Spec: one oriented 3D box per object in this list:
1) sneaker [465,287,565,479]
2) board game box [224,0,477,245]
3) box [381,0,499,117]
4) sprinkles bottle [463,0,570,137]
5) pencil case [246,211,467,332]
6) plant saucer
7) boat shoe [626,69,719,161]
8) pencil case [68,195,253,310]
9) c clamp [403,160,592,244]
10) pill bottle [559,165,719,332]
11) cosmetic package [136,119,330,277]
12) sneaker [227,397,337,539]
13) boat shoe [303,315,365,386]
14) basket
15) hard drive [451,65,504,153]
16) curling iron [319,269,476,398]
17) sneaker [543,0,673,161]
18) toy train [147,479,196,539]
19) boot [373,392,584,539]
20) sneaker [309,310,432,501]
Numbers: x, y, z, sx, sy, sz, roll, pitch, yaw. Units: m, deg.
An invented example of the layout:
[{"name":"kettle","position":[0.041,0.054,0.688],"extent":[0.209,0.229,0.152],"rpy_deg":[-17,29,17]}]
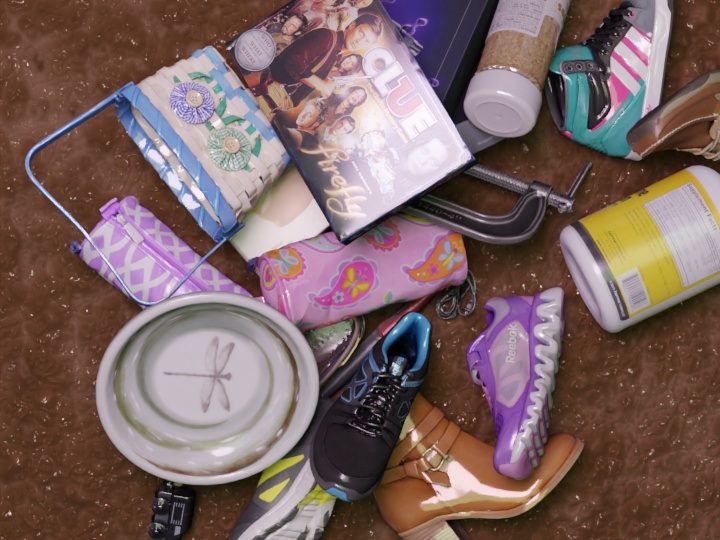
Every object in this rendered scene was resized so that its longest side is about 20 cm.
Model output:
[{"name":"sneaker","position":[0.139,0.103,1.356],"extent":[0.088,0.081,0.201],"rpy_deg":[6,56,12]},{"name":"board game box","position":[-0.008,-0.142,1.226],"extent":[0.135,0.035,0.200],"rpy_deg":[-32,83,6]},{"name":"box","position":[0.037,-0.214,1.324],"extent":[0.141,0.079,0.201],"rpy_deg":[19,58,8]},{"name":"sprinkles bottle","position":[0.152,-0.221,1.330],"extent":[0.068,0.068,0.201],"rpy_deg":[19,63,0]},{"name":"pencil case","position":[0.000,0.000,1.340],"extent":[0.199,0.087,0.088],"rpy_deg":[-18,90,-18]},{"name":"plant saucer","position":[-0.138,0.099,1.303],"extent":[0.199,0.050,0.201],"rpy_deg":[-4,117,-8]},{"name":"boat shoe","position":[0.330,-0.142,1.336],"extent":[0.200,0.076,0.074],"rpy_deg":[-27,83,-36]},{"name":"pencil case","position":[-0.175,0.010,1.375],"extent":[0.200,0.086,0.084],"rpy_deg":[39,56,-3]},{"name":"c clamp","position":[0.107,-0.081,1.368],"extent":[0.199,0.171,0.027],"rpy_deg":[18,129,9]},{"name":"pill bottle","position":[0.298,-0.030,1.360],"extent":[0.199,0.112,0.112],"rpy_deg":[-26,90,0]},{"name":"cosmetic package","position":[-0.116,-0.096,1.381],"extent":[0.105,0.071,0.200],"rpy_deg":[-42,90,1]},{"name":"sneaker","position":[-0.064,0.207,1.389],"extent":[0.074,0.085,0.200],"rpy_deg":[27,111,-42]},{"name":"boat shoe","position":[-0.076,0.104,1.387],"extent":[0.200,0.060,0.072],"rpy_deg":[-41,92,0]},{"name":"basket","position":[-0.172,-0.092,1.276],"extent":[0.200,0.139,0.176],"rpy_deg":[-42,91,-8]},{"name":"hard drive","position":[0.028,-0.149,1.352],"extent":[0.199,0.042,0.135],"rpy_deg":[-20,60,-13]},{"name":"curling iron","position":[0.033,0.067,1.403],"extent":[0.200,0.026,0.050],"rpy_deg":[-37,86,0]},{"name":"sneaker","position":[0.225,-0.211,1.378],"extent":[0.120,0.084,0.201],"rpy_deg":[6,91,-9]},{"name":"toy train","position":[-0.168,0.171,1.374],"extent":[0.046,0.034,0.201],"rpy_deg":[10,109,-2]},{"name":"boot","position":[0.099,0.175,1.388],"extent":[0.200,0.077,0.156],"rpy_deg":[-36,86,7]},{"name":"sneaker","position":[0.011,0.118,1.303],"extent":[0.073,0.082,0.200],"rpy_deg":[24,47,1]}]
